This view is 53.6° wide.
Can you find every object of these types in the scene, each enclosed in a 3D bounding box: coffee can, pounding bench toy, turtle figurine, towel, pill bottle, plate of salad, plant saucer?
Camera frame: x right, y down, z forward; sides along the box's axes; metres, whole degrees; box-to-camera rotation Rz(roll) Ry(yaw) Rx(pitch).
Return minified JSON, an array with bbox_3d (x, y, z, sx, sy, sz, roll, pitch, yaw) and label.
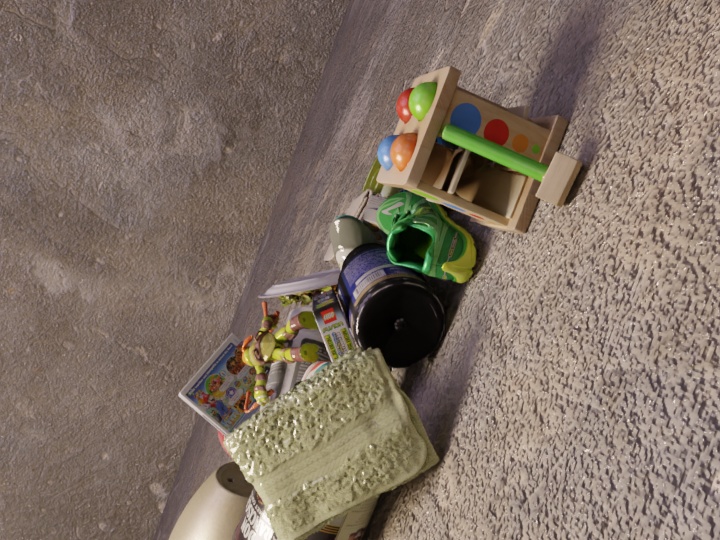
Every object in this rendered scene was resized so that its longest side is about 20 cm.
[{"bbox_3d":[-0.049,0.253,0.842,0.146,0.145,0.201,-132,63,-74],"label":"coffee can"},{"bbox_3d":[0.114,-0.124,0.726,0.200,0.155,0.125,-145,76,-75],"label":"pounding bench toy"},{"bbox_3d":[-0.138,0.114,1.126,0.161,0.064,0.201,-24,45,36],"label":"turtle figurine"},{"bbox_3d":[-0.015,-0.068,1.209,0.133,0.034,0.200,-62,7,-2],"label":"towel"},{"bbox_3d":[-0.033,0.182,0.741,0.199,0.149,0.036,-32,-2,9],"label":"towel"},{"bbox_3d":[-0.094,0.171,1.184,0.114,0.113,0.201,133,154,-57],"label":"pill bottle"},{"bbox_3d":[0.030,0.033,0.906,0.200,0.111,0.113,-117,49,-69],"label":"pill bottle"},{"bbox_3d":[-0.075,0.031,1.208,0.200,0.198,0.048,-178,76,-75],"label":"plate of salad"},{"bbox_3d":[0.038,-0.158,1.310,0.200,0.031,0.202,-160,90,-76],"label":"plant saucer"}]

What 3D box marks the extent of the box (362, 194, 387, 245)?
[{"bbox_3d":[0.026,-0.058,1.077,0.200,0.041,0.039,94,-167,-75],"label":"box"}]

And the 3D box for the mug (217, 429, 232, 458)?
[{"bbox_3d":[-0.171,0.246,1.346,0.200,0.133,0.178,-52,24,42],"label":"mug"}]

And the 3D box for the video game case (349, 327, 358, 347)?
[{"bbox_3d":[-0.001,0.157,1.044,0.182,0.023,0.201,138,148,-62],"label":"video game case"}]

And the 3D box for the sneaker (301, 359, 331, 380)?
[{"bbox_3d":[-0.075,0.224,1.034,0.093,0.070,0.201,139,152,-74],"label":"sneaker"}]

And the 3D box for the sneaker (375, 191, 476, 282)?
[{"bbox_3d":[0.064,-0.049,0.865,0.200,0.083,0.075,43,125,57],"label":"sneaker"}]

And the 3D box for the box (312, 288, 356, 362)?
[{"bbox_3d":[-0.028,0.087,0.938,0.200,0.034,0.111,-148,36,-86],"label":"box"}]

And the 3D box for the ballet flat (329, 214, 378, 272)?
[{"bbox_3d":[0.000,0.000,1.041,0.200,0.067,0.064,69,-158,-55],"label":"ballet flat"}]

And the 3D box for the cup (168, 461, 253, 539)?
[{"bbox_3d":[-0.161,0.350,0.976,0.200,0.199,0.144,-128,50,-73],"label":"cup"}]

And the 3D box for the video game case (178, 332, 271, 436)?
[{"bbox_3d":[-0.185,0.220,1.202,0.143,0.200,0.018,-51,3,-33],"label":"video game case"}]

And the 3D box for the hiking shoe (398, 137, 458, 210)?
[{"bbox_3d":[0.079,-0.105,0.968,0.075,0.086,0.201,-93,27,-58],"label":"hiking shoe"}]
